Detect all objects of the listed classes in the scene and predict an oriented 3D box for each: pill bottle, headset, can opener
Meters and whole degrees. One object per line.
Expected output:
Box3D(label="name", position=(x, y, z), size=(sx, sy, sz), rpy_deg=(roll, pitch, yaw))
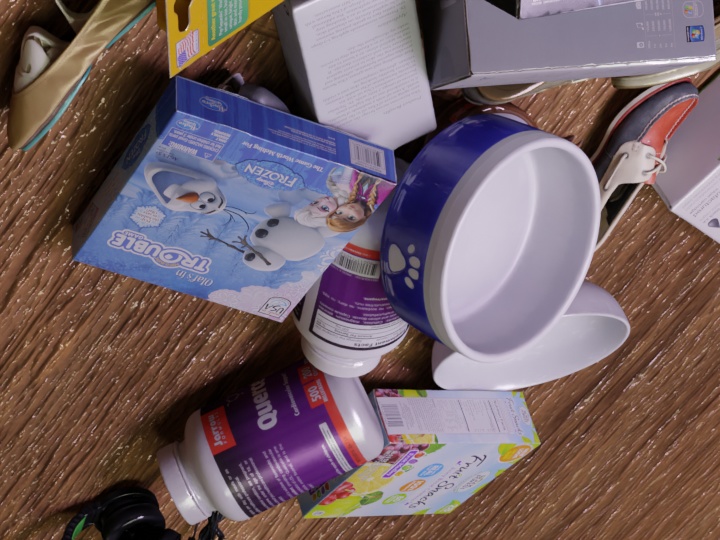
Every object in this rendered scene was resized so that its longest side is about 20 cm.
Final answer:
Box3D(label="pill bottle", position=(0.000, 0.000, 1.779), size=(0.112, 0.113, 0.201), rpy_deg=(-11, 140, -24))
Box3D(label="headset", position=(-0.207, 0.274, 1.953), size=(0.199, 0.123, 0.094), rpy_deg=(-25, 150, -42))
Box3D(label="can opener", position=(-0.077, -0.084, 1.659), size=(0.053, 0.067, 0.200), rpy_deg=(-58, 148, -25))
Box3D(label="pill bottle", position=(-0.086, 0.161, 1.884), size=(0.199, 0.113, 0.113), rpy_deg=(-26, 144, 3))

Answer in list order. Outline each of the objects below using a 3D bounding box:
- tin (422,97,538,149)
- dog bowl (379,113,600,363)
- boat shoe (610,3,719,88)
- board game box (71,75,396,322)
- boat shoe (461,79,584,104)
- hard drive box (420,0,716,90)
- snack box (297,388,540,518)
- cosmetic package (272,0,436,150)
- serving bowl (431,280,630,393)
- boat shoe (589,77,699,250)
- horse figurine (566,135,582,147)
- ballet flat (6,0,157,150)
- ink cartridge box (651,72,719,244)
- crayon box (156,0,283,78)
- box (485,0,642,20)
Box3D(label="tin", position=(0.124, -0.063, 1.792), size=(0.112, 0.042, 0.201), rpy_deg=(-32, 121, -18))
Box3D(label="dog bowl", position=(0.111, -0.028, 1.697), size=(0.199, 0.079, 0.201), rpy_deg=(-25, 127, -37))
Box3D(label="boat shoe", position=(0.311, -0.217, 1.794), size=(0.200, 0.073, 0.063), rpy_deg=(-22, 100, -6))
Box3D(label="board game box", position=(-0.105, -0.053, 1.630), size=(0.199, 0.044, 0.199), rpy_deg=(17, 137, -25))
Box3D(label="boat shoe", position=(0.180, -0.194, 1.712), size=(0.200, 0.074, 0.063), rpy_deg=(-27, 179, -12))
Box3D(label="hard drive box", position=(0.161, -0.191, 1.586), size=(0.199, 0.077, 0.156), rpy_deg=(-5, -178, -11))
Box3D(label="snack box", position=(0.055, 0.188, 2.041), size=(0.199, 0.068, 0.169), rpy_deg=(2, 148, -37))
Box3D(label="cosmetic package", position=(-0.007, -0.179, 1.601), size=(0.101, 0.071, 0.201), rpy_deg=(-24, 143, -9))
Box3D(label="serving bowl", position=(0.161, 0.055, 1.971), size=(0.199, 0.066, 0.200), rpy_deg=(-12, 158, -5))
Box3D(label="boat shoe", position=(0.252, -0.099, 1.868), size=(0.071, 0.063, 0.200), rpy_deg=(3, 136, -47))
Box3D(label="horse figurine", position=(0.112, -0.048, 1.848), size=(0.199, 0.050, 0.133), rpy_deg=(-7, 125, -20))
Box3D(label="ballet flat", position=(-0.213, -0.177, 1.485), size=(0.063, 0.069, 0.200), rpy_deg=(38, 106, -22))
Box3D(label="ink cartridge box", position=(0.381, -0.101, 1.951), size=(0.145, 0.084, 0.200), rpy_deg=(-44, 142, 17))
Box3D(label="crayon box", position=(-0.084, -0.243, 1.434), size=(0.200, 0.051, 0.126), rpy_deg=(-39, 150, -31))
Box3D(label="box", position=(0.139, -0.264, 1.486), size=(0.163, 0.200, 0.087), rpy_deg=(-11, 117, -23))
